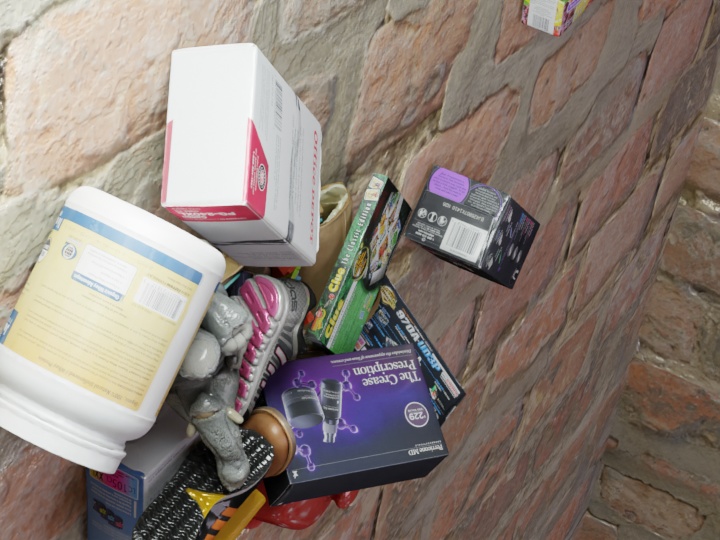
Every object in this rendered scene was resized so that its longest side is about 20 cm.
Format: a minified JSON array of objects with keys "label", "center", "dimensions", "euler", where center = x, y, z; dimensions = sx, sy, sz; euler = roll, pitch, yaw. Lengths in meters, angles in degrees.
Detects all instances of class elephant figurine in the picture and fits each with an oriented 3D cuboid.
[{"label":"elephant figurine","center":[-0.156,0.084,1.432],"dimensions":[0.156,0.140,0.200],"euler":[-62,158,-20]}]

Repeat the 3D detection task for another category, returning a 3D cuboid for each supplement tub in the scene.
[{"label":"supplement tub","center":[-0.212,0.049,1.264],"dimensions":[0.202,0.144,0.145],"euler":[-64,160,-5]}]

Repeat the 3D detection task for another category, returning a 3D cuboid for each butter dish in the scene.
[{"label":"butter dish","center":[-0.068,0.232,1.823],"dimensions":[0.202,0.147,0.199],"euler":[-64,159,-5]}]

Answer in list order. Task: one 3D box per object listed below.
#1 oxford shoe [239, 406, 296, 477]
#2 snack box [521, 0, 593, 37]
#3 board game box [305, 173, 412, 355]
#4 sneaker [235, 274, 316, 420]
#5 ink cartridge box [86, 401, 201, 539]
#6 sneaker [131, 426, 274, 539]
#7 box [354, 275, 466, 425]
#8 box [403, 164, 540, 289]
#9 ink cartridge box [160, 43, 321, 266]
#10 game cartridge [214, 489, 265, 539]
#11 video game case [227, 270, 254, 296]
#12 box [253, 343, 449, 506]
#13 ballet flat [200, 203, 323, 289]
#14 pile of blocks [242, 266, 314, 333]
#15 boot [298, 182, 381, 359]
[{"label":"oxford shoe","center":[-0.133,0.200,1.632],"dimensions":[0.071,0.072,0.200],"euler":[-26,174,-39]},{"label":"snack box","center":[0.293,-0.447,2.099],"dimensions":[0.169,0.067,0.201],"euler":[-48,151,-40]},{"label":"board game box","center":[0.000,0.000,1.751],"dimensions":[0.202,0.023,0.105],"euler":[-67,159,-12]},{"label":"sneaker","center":[-0.101,0.084,1.578],"dimensions":[0.087,0.074,0.201],"euler":[-10,135,-45]},{"label":"ink cartridge box","center":[-0.210,0.228,1.565],"dimensions":[0.136,0.076,0.202],"euler":[-44,148,-45]},{"label":"sneaker","center":[-0.162,0.234,1.511],"dimensions":[0.200,0.070,0.090],"euler":[-45,166,-43]},{"label":"box","center":[0.030,0.125,1.914],"dimensions":[0.046,0.201,0.159],"euler":[-23,-164,44]},{"label":"box","center":[0.154,-0.056,2.099],"dimensions":[0.107,0.121,0.200],"euler":[-66,159,-1]},{"label":"ink cartridge box","center":[-0.103,-0.098,1.398],"dimensions":[0.200,0.082,0.147],"euler":[45,45,-69]},{"label":"game cartridge","center":[-0.196,0.328,1.651],"dimensions":[0.200,0.032,0.176],"euler":[-52,-173,-34]},{"label":"video game case","center":[-0.134,0.052,1.647],"dimensions":[0.200,0.019,0.144],"euler":[-49,154,-42]},{"label":"box","center":[-0.019,0.170,1.722],"dimensions":[0.198,0.142,0.079],"euler":[-7,158,-27]},{"label":"ballet flat","center":[-0.128,-0.019,1.514],"dimensions":[0.199,0.063,0.069],"euler":[-38,-176,-12]},{"label":"pile of blocks","center":[-0.075,0.017,1.641],"dimensions":[0.082,0.062,0.201],"euler":[-56,158,-24]},{"label":"boot","center":[-0.024,-0.015,1.784],"dimensions":[0.175,0.066,0.202],"euler":[-53,153,-46]}]
